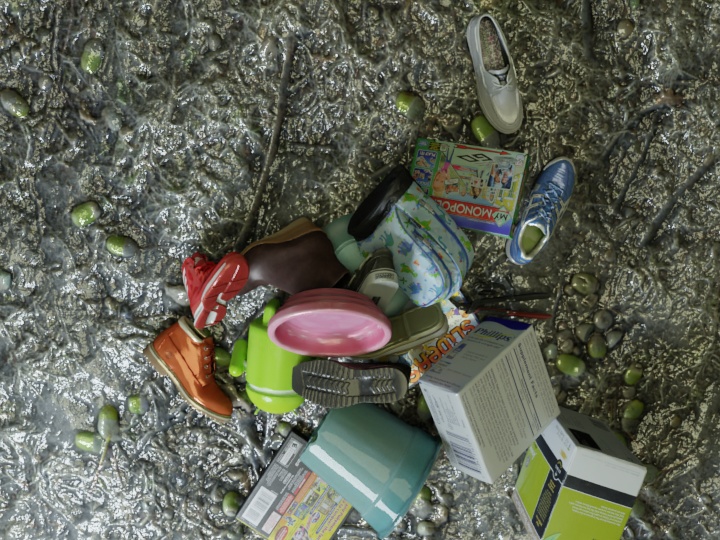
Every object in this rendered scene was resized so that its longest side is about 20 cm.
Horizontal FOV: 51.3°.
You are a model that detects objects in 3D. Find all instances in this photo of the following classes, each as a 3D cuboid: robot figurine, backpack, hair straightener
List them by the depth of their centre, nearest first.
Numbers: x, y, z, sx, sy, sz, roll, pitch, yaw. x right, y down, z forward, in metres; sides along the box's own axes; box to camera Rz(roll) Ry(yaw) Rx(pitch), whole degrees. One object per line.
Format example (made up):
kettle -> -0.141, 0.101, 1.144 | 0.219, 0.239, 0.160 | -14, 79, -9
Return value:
backpack -> 0.089, -0.042, 1.218 | 0.198, 0.156, 0.163 | 33, 140, -17
robot figurine -> -0.141, 0.156, 1.307 | 0.171, 0.116, 0.206 | 5, 100, -3
hair straightener -> 0.245, 0.042, 1.319 | 0.195, 0.041, 0.079 | 4, 86, -10

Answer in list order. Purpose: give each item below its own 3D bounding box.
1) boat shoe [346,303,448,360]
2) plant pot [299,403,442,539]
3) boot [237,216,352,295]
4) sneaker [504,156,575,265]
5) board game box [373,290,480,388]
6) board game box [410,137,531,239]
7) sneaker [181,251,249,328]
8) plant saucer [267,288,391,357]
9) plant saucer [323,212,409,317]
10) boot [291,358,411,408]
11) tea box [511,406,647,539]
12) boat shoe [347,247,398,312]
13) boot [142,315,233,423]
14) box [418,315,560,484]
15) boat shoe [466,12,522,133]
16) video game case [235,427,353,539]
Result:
boat shoe -> 0.058, 0.117, 1.285 | 0.196, 0.069, 0.076 | -15, 56, 18
plant pot -> 0.010, 0.320, 1.308 | 0.194, 0.200, 0.202 | 35, 98, 2
boot -> -0.126, 0.013, 1.263 | 0.199, 0.167, 0.073 | -38, 142, 0
sneaker -> 0.319, -0.098, 1.291 | 0.074, 0.077, 0.204 | 22, 97, -3
board game box -> 0.110, 0.113, 1.344 | 0.198, 0.034, 0.137 | -34, 98, 5
board game box -> 0.172, -0.139, 1.248 | 0.196, 0.029, 0.138 | 13, 87, 27
sneaker -> -0.258, 0.003, 1.258 | 0.117, 0.077, 0.200 | 59, 136, 19
plant saucer -> -0.048, 0.081, 1.184 | 0.195, 0.202, 0.052 | 1, 64, -1
plant saucer -> 0.000, 0.000, 1.304 | 0.195, 0.039, 0.207 | 0, 89, 5
boot -> -0.009, 0.187, 1.281 | 0.195, 0.138, 0.080 | 6, 92, 10
tea box -> 0.371, 0.373, 1.308 | 0.131, 0.200, 0.201 | 18, 100, -4
boat shoe -> 0.015, 0.029, 1.213 | 0.069, 0.200, 0.065 | 5, 64, -18
boot -> -0.282, 0.177, 1.334 | 0.107, 0.075, 0.200 | -43, 96, 1
box -> 0.221, 0.213, 1.271 | 0.198, 0.104, 0.187 | -35, 114, -28
boat shoe -> 0.230, -0.330, 1.255 | 0.070, 0.069, 0.205 | -12, 99, 1
video game case -> -0.108, 0.425, 1.399 | 0.179, 0.026, 0.202 | 34, 97, -6
